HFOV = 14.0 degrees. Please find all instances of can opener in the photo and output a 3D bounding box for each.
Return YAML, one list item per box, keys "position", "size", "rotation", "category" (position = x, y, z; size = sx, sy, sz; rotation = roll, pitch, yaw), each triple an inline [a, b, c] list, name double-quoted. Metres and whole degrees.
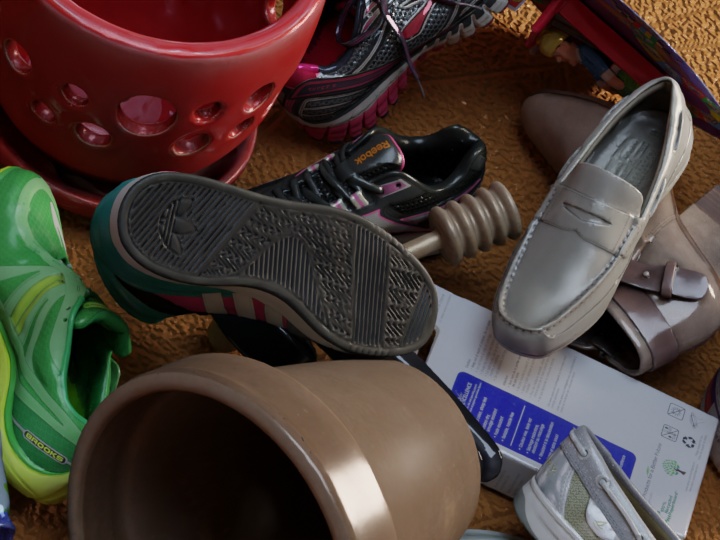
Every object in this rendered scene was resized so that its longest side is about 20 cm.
- position: [0.004, 0.050, 1.661]
  size: [0.200, 0.079, 0.063]
  rotation: [39, 25, 15]
  category: "can opener"

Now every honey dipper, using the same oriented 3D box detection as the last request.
- position: [0.000, 0.000, 1.724]
  size: [0.199, 0.038, 0.038]
  rotation: [-22, 63, -15]
  category: "honey dipper"

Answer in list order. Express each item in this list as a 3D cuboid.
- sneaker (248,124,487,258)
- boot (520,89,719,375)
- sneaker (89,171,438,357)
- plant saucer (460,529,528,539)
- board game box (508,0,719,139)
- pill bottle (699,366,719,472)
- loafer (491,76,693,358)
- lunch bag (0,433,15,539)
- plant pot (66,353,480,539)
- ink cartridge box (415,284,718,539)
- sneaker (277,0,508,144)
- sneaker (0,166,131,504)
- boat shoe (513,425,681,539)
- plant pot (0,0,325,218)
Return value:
- position: [-0.010, -0.048, 1.751]
  size: [0.199, 0.087, 0.081]
  rotation: [-20, 61, -32]
  category: "sneaker"
- position: [0.143, -0.022, 1.801]
  size: [0.199, 0.071, 0.146]
  rotation: [30, 54, 26]
  category: "boot"
- position: [-0.065, -0.001, 1.607]
  size: [0.199, 0.121, 0.084]
  rotation: [21, 81, -25]
  category: "sneaker"
- position: [0.082, 0.219, 1.605]
  size: [0.199, 0.050, 0.201]
  rotation: [11, 51, -13]
  category: "plant saucer"
- position: [0.145, -0.134, 1.846]
  size: [0.039, 0.158, 0.200]
  rotation: [-48, 42, -5]
  category: "board game box"
- position: [0.285, 0.046, 1.721]
  size: [0.111, 0.200, 0.112]
  rotation: [11, 51, -13]
  category: "pill bottle"
- position: [0.136, -0.034, 1.731]
  size: [0.070, 0.070, 0.201]
  rotation: [22, 57, 17]
  category: "loafer"
- position: [-0.287, 0.092, 1.513]
  size: [0.198, 0.128, 0.171]
  rotation: [-5, 56, -11]
  category: "lunch bag"
- position: [-0.027, 0.127, 1.552]
  size: [0.200, 0.201, 0.174]
  rotation: [47, 38, 17]
  category: "plant pot"
- position: [0.107, 0.089, 1.724]
  size: [0.199, 0.039, 0.100]
  rotation: [27, 48, -2]
  category: "ink cartridge box"
- position: [0.027, -0.167, 1.798]
  size: [0.200, 0.075, 0.081]
  rotation: [-48, 56, -4]
  category: "sneaker"
- position: [-0.165, 0.031, 1.620]
  size: [0.074, 0.083, 0.201]
  rotation: [33, 39, -54]
  category: "sneaker"
- position: [0.179, 0.173, 1.649]
  size: [0.202, 0.065, 0.074]
  rotation: [41, 14, 7]
  category: "boat shoe"
- position: [-0.134, -0.143, 1.711]
  size: [0.199, 0.183, 0.201]
  rotation: [11, 51, -14]
  category: "plant pot"
